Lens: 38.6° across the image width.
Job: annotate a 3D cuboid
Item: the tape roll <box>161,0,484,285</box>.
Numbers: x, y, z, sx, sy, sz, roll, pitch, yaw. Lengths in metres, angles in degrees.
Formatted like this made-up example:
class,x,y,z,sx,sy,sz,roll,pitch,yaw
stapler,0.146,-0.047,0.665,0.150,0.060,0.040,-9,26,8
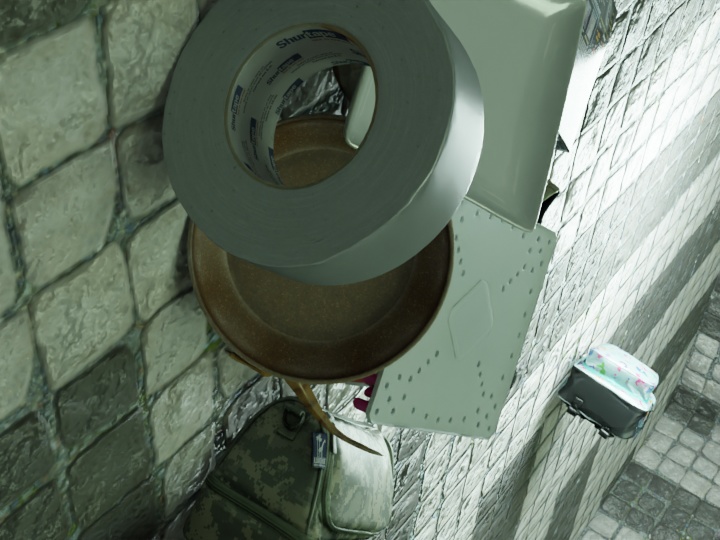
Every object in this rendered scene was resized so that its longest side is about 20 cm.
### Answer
class,x,y,z,sx,sy,sz,roll,pitch,yaw
tape roll,-0.025,-0.095,0.653,0.202,0.199,0.066,-63,154,2

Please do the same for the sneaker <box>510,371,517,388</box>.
class,x,y,z,sx,sy,sz,roll,pitch,yaw
sneaker,0.092,0.042,0.989,0.070,0.082,0.201,-27,131,-9

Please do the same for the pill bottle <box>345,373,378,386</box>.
class,x,y,z,sx,sy,sz,roll,pitch,yaw
pill bottle,0.000,0.000,0.899,0.114,0.113,0.201,-46,150,-31

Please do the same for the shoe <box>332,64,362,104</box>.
class,x,y,z,sx,sy,sz,roll,pitch,yaw
shoe,0.027,-0.139,0.855,0.070,0.053,0.201,-35,143,-13

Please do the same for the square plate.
class,x,y,z,sx,sy,sz,roll,pitch,yaw
square plate,0.080,-0.153,0.762,0.197,0.028,0.202,21,79,-37

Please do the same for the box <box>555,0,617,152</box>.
class,x,y,z,sx,sy,sz,roll,pitch,yaw
box,0.181,-0.220,0.963,0.200,0.049,0.159,31,77,-64

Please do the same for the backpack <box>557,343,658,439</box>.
class,x,y,z,sx,sy,sz,roll,pitch,yaw
backpack,0.493,0.234,2.013,0.151,0.177,0.200,-60,160,8

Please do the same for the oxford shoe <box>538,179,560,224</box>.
class,x,y,z,sx,sy,sz,roll,pitch,yaw
oxford shoe,0.178,-0.028,1.260,0.070,0.074,0.202,-1,116,-63

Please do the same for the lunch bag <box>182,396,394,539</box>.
class,x,y,z,sx,sy,sz,roll,pitch,yaw
lunch bag,-0.054,0.212,0.982,0.169,0.138,0.200,-64,154,-4

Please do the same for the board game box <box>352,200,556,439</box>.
class,x,y,z,sx,sy,sz,roll,pitch,yaw
board game box,0.086,0.040,0.884,0.199,0.026,0.202,18,90,-52

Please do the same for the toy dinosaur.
class,x,y,z,sx,sy,sz,roll,pitch,yaw
toy dinosaur,-0.064,0.070,0.845,0.060,0.106,0.201,-30,107,-20

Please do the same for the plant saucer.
class,x,y,z,sx,sy,sz,roll,pitch,yaw
plant saucer,-0.029,-0.016,0.776,0.037,0.199,0.202,-112,-134,-81

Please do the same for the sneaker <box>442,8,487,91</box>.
class,x,y,z,sx,sy,sz,roll,pitch,yaw
sneaker,0.083,-0.136,0.844,0.081,0.076,0.201,-71,142,-53
